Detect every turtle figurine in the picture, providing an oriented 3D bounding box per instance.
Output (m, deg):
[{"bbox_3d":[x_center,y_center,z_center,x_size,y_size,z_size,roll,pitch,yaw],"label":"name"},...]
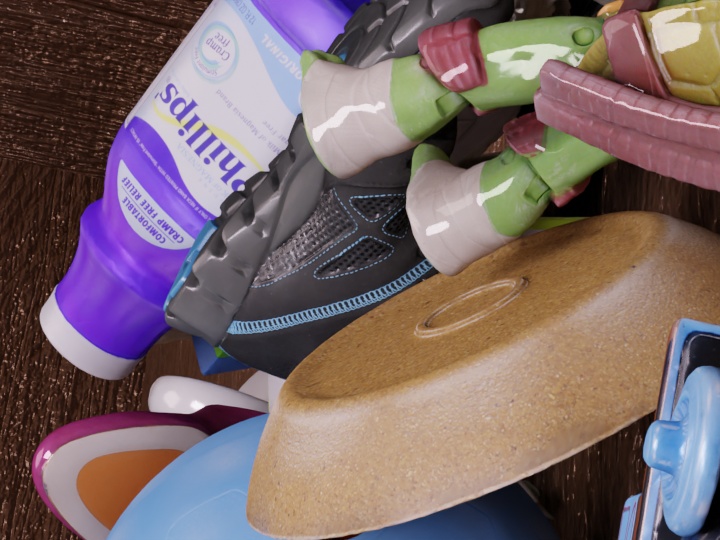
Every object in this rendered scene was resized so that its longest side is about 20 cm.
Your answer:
[{"bbox_3d":[0.083,-0.094,0.818,0.144,0.194,0.201,0,-112,-62],"label":"turtle figurine"}]

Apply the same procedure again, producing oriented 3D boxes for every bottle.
[{"bbox_3d":[-0.059,-0.041,1.010,0.200,0.084,0.065,-50,-18,24],"label":"bottle"}]

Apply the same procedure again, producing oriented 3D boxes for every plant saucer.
[{"bbox_3d":[0.044,0.026,0.844,0.036,0.200,0.200,65,177,-10],"label":"plant saucer"}]

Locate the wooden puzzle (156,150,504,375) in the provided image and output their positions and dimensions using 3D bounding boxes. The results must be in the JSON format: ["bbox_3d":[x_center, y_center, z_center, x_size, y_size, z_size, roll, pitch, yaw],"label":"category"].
[{"bbox_3d":[0.000,0.000,1.166,0.046,0.199,0.185,70,155,15],"label":"wooden puzzle"}]

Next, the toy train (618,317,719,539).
[{"bbox_3d":[0.103,0.109,0.683,0.114,0.086,0.201,117,163,-80],"label":"toy train"}]

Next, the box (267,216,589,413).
[{"bbox_3d":[0.031,0.030,1.107,0.200,0.121,0.048,122,145,-67],"label":"box"}]

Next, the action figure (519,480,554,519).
[{"bbox_3d":[0.029,0.153,1.116,0.130,0.069,0.201,-151,67,-68],"label":"action figure"}]

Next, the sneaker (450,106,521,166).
[{"bbox_3d":[0.040,-0.126,1.046,0.200,0.099,0.078,-59,14,8],"label":"sneaker"}]

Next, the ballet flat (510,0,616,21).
[{"bbox_3d":[0.078,-0.119,0.923,0.200,0.072,0.072,120,160,-69],"label":"ballet flat"}]

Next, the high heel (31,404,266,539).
[{"bbox_3d":[-0.086,0.078,1.066,0.096,0.200,0.068,34,106,37],"label":"high heel"}]

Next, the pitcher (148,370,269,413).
[{"bbox_3d":[-0.034,0.090,1.289,0.200,0.171,0.122,158,133,-79],"label":"pitcher"}]

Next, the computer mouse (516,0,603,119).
[{"bbox_3d":[0.109,-0.117,1.096,0.141,0.046,0.200,-60,13,-1],"label":"computer mouse"}]

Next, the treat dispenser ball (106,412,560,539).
[{"bbox_3d":[-0.010,0.153,0.958,0.201,0.200,0.202,-168,90,-81],"label":"treat dispenser ball"}]

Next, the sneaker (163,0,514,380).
[{"bbox_3d":[0.007,-0.037,0.927,0.200,0.082,0.073,-52,10,34],"label":"sneaker"}]
